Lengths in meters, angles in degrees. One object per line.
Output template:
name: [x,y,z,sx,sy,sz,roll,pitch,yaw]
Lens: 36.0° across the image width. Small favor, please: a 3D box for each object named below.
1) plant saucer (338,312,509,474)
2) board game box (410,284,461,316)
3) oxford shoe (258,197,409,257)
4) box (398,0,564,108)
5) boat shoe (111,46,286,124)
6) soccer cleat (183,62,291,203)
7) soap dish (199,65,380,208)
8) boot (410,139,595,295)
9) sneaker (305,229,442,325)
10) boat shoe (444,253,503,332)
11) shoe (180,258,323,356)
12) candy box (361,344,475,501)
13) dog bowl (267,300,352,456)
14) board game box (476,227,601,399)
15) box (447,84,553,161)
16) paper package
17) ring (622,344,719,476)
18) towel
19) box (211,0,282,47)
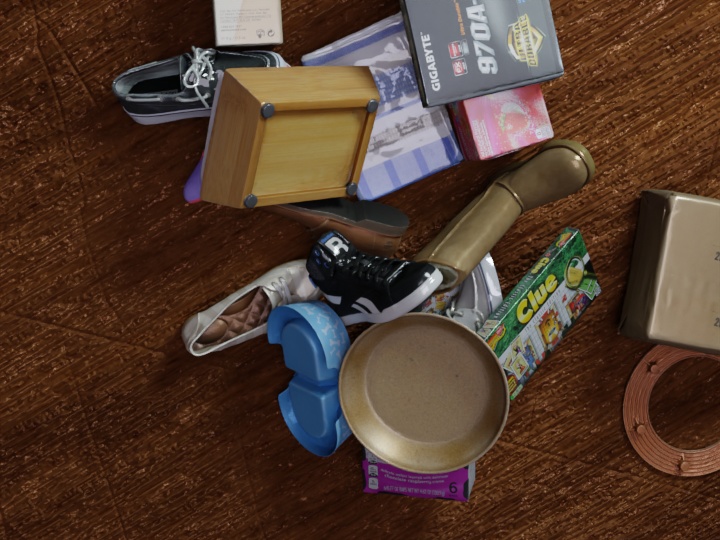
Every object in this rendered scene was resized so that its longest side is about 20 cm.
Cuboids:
plant saucer: [0.074,0.138,1.288,0.199,0.035,0.201,4,108,11]
board game box: [0.077,0.088,1.401,0.105,0.023,0.200,37,94,-14]
oxford shoe: [-0.046,-0.057,1.340,0.199,0.071,0.071,18,121,-5]
box: [0.125,-0.294,1.222,0.158,0.046,0.201,-13,95,-4]
boat shoe: [-0.185,-0.221,1.265,0.198,0.068,0.074,-6,67,12]
soccer cleat: [-0.141,-0.162,1.305,0.200,0.067,0.077,-41,114,-3]
soap dish: [-0.075,-0.150,1.250,0.199,0.081,0.158,-10,127,-38]
boot: [0.161,-0.056,1.275,0.066,0.175,0.200,51,59,-9]
sneaker: [0.000,0.000,1.264,0.073,0.200,0.112,-45,104,-31]
boat shoe: [0.137,0.066,1.362,0.069,0.071,0.201,-11,108,-8]
shoe: [-0.126,0.050,1.354,0.199,0.053,0.070,-28,102,-1]
candy box: [0.071,0.176,1.354,0.136,0.061,0.201,2,108,13]
dog bowl: [-0.053,0.126,1.342,0.049,0.111,0.201,-26,119,-35]
board game box: [0.217,0.051,1.344,0.200,0.023,0.105,-47,126,-24]
box: [0.146,-0.236,1.303,0.095,0.100,0.201,-18,97,-4]
paper package: [0.442,0.009,1.383,0.199,0.103,0.192,9,94,-8]
ring: [0.444,0.178,1.463,0.199,0.019,0.201,-1,101,-7]
towel: [0.028,-0.196,1.343,0.146,0.024,0.201,-23,102,-1]
box: [-0.134,-0.357,1.259,0.077,0.095,0.201,-4,102,-6]
